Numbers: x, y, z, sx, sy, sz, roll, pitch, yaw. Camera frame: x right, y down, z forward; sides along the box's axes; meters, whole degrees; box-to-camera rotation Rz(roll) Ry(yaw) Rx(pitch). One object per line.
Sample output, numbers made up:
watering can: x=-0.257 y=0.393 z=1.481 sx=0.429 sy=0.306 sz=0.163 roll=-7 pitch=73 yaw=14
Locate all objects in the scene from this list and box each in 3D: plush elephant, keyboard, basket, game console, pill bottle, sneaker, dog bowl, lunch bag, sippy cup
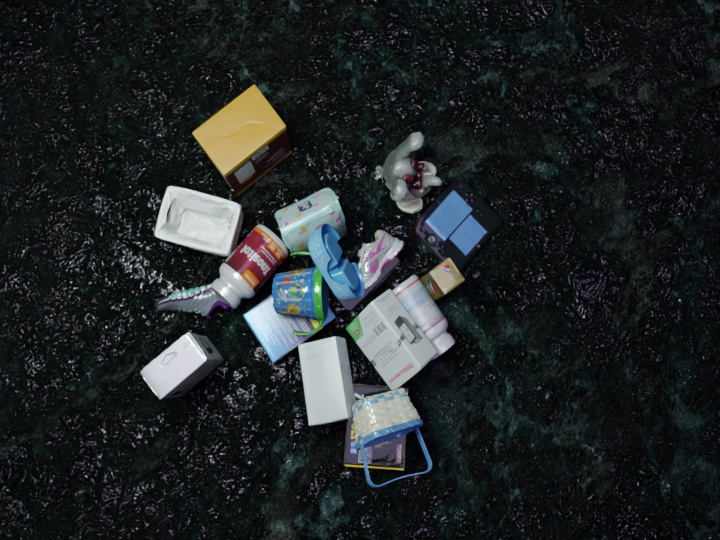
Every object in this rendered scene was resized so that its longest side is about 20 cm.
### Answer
plush elephant: x=0.140 y=-0.243 z=1.634 sx=0.152 sy=0.199 sz=0.169 roll=19 pitch=83 yaw=-23
keyboard: x=0.000 y=0.000 z=1.658 sx=0.200 sy=0.021 sz=0.127 roll=-43 pitch=92 yaw=-8
basket: x=-0.406 y=-0.118 z=1.605 sx=0.195 sy=0.123 sz=0.139 roll=14 pitch=82 yaw=1
game console: x=0.261 y=-0.122 z=1.678 sx=0.177 sy=0.031 sz=0.200 roll=44 pitch=84 yaw=4
pill bottle: x=-0.282 y=-0.007 z=1.575 sx=0.112 sy=0.113 sz=0.201 roll=39 pitch=75 yaw=3
sneaker: x=-0.428 y=0.091 z=1.604 sx=0.195 sy=0.074 sz=0.090 roll=-16 pitch=88 yaw=-5
basket: x=0.073 y=0.397 z=1.489 sx=0.172 sy=0.140 sz=0.204 roll=-3 pitch=61 yaw=-29
dog bowl: x=-0.060 y=-0.013 z=1.510 sx=0.049 sy=0.112 sz=0.202 roll=-24 pitch=111 yaw=22
lunch bag: x=-0.124 y=-0.121 z=1.577 sx=0.167 sy=0.200 sz=0.124 roll=-25 pitch=84 yaw=-4
sippy cup: x=-0.148 y=0.056 z=1.536 sx=0.126 sy=0.141 sz=0.182 roll=-2 pitch=57 yaw=5
sneaker: x=0.022 y=-0.022 z=1.617 sx=0.088 sy=0.081 sz=0.201 roll=39 pitch=75 yaw=-2
pill bottle: x=0.155 y=0.123 z=1.602 sx=0.108 sy=0.109 sz=0.202 roll=-34 pitch=85 yaw=-6

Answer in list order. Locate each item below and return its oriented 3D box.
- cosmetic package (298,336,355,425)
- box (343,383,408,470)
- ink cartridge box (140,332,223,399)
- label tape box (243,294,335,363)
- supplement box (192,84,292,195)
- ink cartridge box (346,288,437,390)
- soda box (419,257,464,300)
cosmetic package: x=-0.082 y=0.277 z=1.562 sx=0.110 sy=0.081 sz=0.206 roll=-12 pitch=77 yaw=17
box: x=0.040 y=0.397 z=1.593 sx=0.155 sy=0.049 sz=0.206 roll=4 pitch=83 yaw=0
ink cartridge box: x=-0.428 y=0.233 z=1.519 sx=0.147 sy=0.200 sz=0.086 roll=-40 pitch=85 yaw=-6
label tape box: x=-0.183 y=0.122 z=1.612 sx=0.198 sy=0.066 sz=0.145 roll=-34 pitch=85 yaw=-12
supplement box: x=-0.294 y=-0.326 z=1.597 sx=0.196 sy=0.200 sz=0.134 roll=-39 pitch=85 yaw=-6
ink cartridge box: x=0.076 y=0.176 z=1.563 sx=0.083 sy=0.146 sz=0.202 roll=-30 pitch=79 yaw=-43
soda box: x=0.200 y=0.027 z=1.570 sx=0.063 sy=0.200 sz=0.068 roll=-35 pitch=85 yaw=-6
